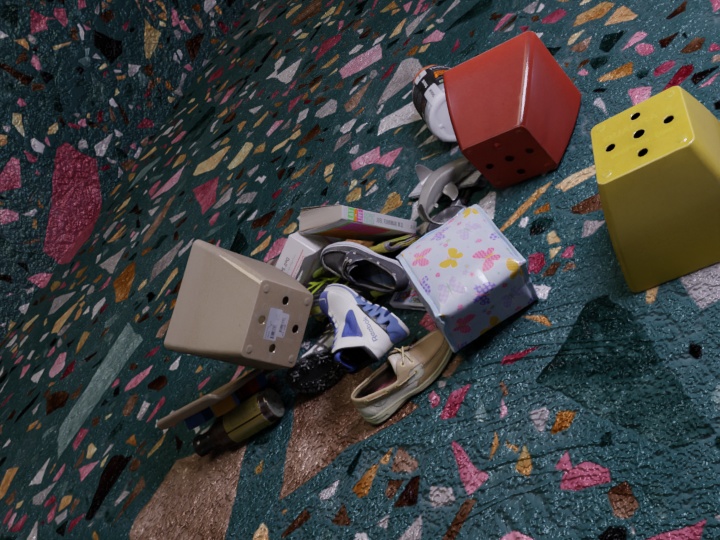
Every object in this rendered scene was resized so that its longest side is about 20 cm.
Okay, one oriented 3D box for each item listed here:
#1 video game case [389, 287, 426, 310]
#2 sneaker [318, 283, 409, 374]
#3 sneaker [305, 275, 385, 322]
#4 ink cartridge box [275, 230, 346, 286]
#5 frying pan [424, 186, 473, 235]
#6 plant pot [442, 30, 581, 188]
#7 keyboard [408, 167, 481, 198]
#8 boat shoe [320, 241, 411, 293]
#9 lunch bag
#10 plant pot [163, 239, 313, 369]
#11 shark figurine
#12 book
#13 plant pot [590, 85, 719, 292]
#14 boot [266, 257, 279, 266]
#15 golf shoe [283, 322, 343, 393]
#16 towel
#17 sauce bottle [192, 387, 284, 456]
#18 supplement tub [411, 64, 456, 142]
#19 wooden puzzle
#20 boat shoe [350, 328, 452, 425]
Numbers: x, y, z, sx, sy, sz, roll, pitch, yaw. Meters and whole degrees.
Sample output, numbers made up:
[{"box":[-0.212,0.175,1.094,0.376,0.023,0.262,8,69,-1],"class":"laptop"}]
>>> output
[{"box":[0.152,0.010,1.459,0.198,0.018,0.145,2,54,51],"class":"video game case"},{"box":[-0.021,0.103,1.376,0.116,0.081,0.198,-48,41,-17],"class":"sneaker"},{"box":[-0.012,0.044,1.574,0.196,0.077,0.076,-12,33,15],"class":"sneaker"},{"box":[-0.112,-0.019,1.634,0.119,0.067,0.199,-64,-14,23],"class":"ink cartridge box"},{"box":[0.187,-0.110,1.537,0.191,0.031,0.114,-51,30,-17],"class":"frying pan"},{"box":[0.276,-0.273,1.500,0.197,0.199,0.180,-18,52,37],"class":"plant pot"},{"box":[0.175,-0.180,1.652,0.198,0.011,0.057,-6,44,53],"class":"keyboard"},{"box":[0.000,0.000,1.490,0.197,0.071,0.066,21,22,27],"class":"boat shoe"},{"box":[0.165,0.001,1.316,0.168,0.128,0.201,-32,46,0],"class":"lunch bag"},{"box":[-0.200,0.079,1.465,0.175,0.198,0.204,13,85,42],"class":"plant pot"},{"box":[0.130,-0.156,1.558,0.127,0.090,0.216,-19,27,42],"class":"shark figurine"},{"box":[-0.004,-0.089,1.603,0.132,0.197,0.049,-5,79,47],"class":"book"},{"box":[0.423,-0.127,1.139,0.198,0.177,0.202,-25,36,30],"class":"plant pot"},{"box":[-0.161,-0.007,1.813,0.201,0.070,0.145,-53,29,-15],"class":"boot"},{"box":[-0.054,0.148,1.498,0.198,0.078,0.095,-33,22,5],"class":"golf shoe"},{"box":[0.013,-0.029,1.601,0.197,0.023,0.143,-20,0,33],"class":"towel"},{"box":[-0.234,0.291,1.541,0.198,0.065,0.065,-30,33,20],"class":"sauce bottle"},{"box":[0.181,-0.372,1.786,0.122,0.123,0.201,-37,32,11],"class":"supplement tub"},{"box":[-0.267,0.249,1.569,0.184,0.047,0.199,-29,-3,34],"class":"wooden puzzle"},{"box":[0.068,0.164,1.325,0.200,0.066,0.074,-45,30,-1],"class":"boat shoe"}]
